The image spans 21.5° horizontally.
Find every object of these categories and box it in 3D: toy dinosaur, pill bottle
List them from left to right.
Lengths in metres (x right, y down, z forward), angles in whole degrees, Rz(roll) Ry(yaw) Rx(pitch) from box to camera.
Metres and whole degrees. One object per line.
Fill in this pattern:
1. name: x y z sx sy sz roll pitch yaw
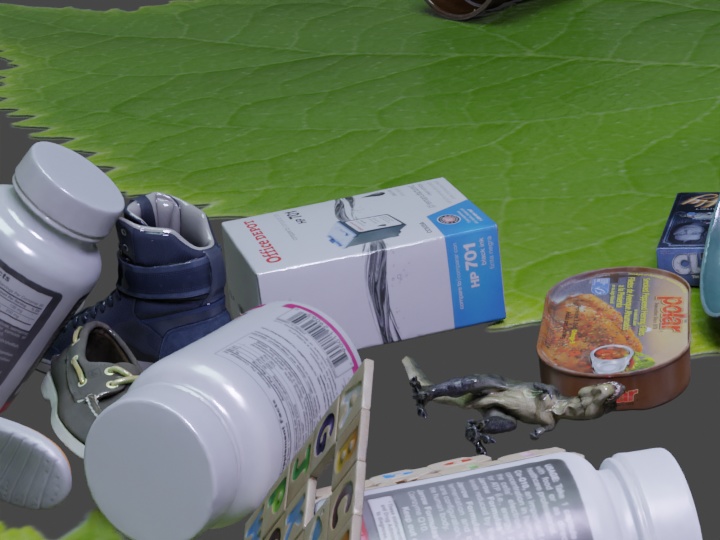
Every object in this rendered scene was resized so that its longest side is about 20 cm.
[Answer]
1. pill bottle: -0.261 0.008 1.409 0.110 0.201 0.111 34 17 -12
2. pill bottle: -0.086 0.098 1.223 0.112 0.115 0.200 3 15 26
3. toy dinosaur: 0.085 0.091 1.319 0.199 0.048 0.088 8 15 39
4. pill bottle: 0.079 0.163 1.027 0.198 0.115 0.114 -10 20 -8

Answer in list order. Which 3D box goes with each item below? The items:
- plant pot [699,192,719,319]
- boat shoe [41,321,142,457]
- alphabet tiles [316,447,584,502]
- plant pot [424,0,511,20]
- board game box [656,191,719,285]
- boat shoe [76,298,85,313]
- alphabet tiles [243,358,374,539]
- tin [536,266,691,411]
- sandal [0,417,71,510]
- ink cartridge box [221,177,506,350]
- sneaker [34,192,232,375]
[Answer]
1. plant pot: 0.352 -0.038 1.398 0.133 0.202 0.201 20 21 -4
2. boat shoe: -0.177 0.091 1.335 0.072 0.061 0.202 26 6 -24
3. alphabet tiles: 0.036 0.138 1.167 0.198 0.015 0.196 -12 0 -8
4. plant pot: 0.196 -0.441 2.503 0.197 0.202 0.200 -13 20 -35
5. board game box: 0.350 -0.028 1.554 0.198 0.035 0.136 -1 22 17
6. boat shoe: -0.319 0.012 1.621 0.200 0.073 0.060 -4 25 19
7. alphabet tiles: -0.036 0.169 0.980 0.007 0.168 0.201 20 44 -15
8. tin: 0.190 0.049 1.401 0.111 0.042 0.200 -7 20 13
9. sandal: -0.269 0.116 1.335 0.205 0.080 0.059 16 28 30
10. ink cartridge box: 0.000 0.000 1.529 0.198 0.087 0.146 -11 21 -13
11. sneaker: -0.188 0.011 1.477 0.200 0.148 0.077 1 23 26
